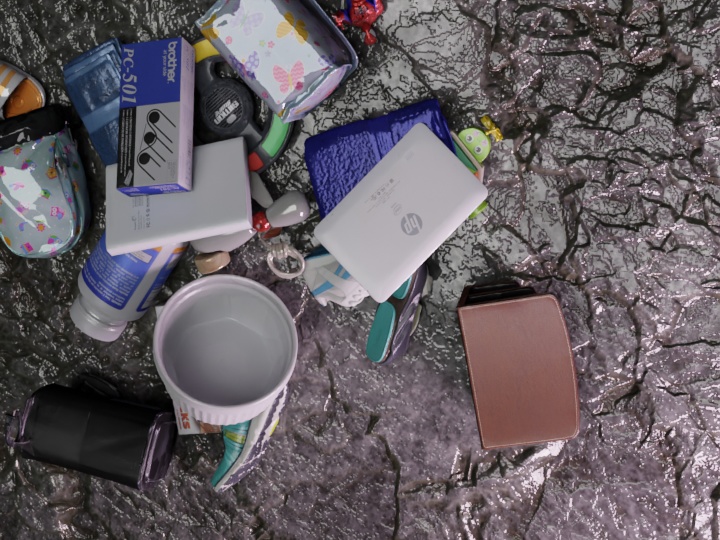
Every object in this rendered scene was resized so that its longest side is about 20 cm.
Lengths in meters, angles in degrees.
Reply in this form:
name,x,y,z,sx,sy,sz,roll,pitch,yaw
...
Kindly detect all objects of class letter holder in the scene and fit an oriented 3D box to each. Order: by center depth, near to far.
name,x,y,z,sx,sy,sz,roll,pitch,yaw
letter holder,0.218,0.121,1.486,0.140,0.101,0.203,-9,102,14

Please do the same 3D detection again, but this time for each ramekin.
name,x,y,z,sx,sy,sz,roll,pitch,yaw
ramekin,-0.189,0.119,1.539,0.198,0.202,0.105,27,151,5

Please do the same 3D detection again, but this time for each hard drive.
name,x,y,z,sx,sy,sz,roll,pitch,yaw
hard drive,-0.246,-0.100,1.488,0.197,0.026,0.134,-10,64,8

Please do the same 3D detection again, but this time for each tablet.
name,x,y,z,sx,sy,sz,roll,pitch,yaw
tablet,0.050,-0.073,1.400,0.200,0.014,0.130,-45,85,3

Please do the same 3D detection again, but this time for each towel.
name,x,y,z,sx,sy,sz,roll,pitch,yaw
towel,0.032,-0.129,1.454,0.197,0.050,0.150,-14,93,17
towel,-0.341,-0.215,1.562,0.110,0.049,0.202,-23,98,19

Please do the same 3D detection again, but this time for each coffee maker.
name,x,y,z,sx,sy,sz,roll,pitch,yaw
coffee maker,-0.388,0.251,1.619,0.197,0.192,0.137,11,107,10

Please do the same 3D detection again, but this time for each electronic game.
name,x,y,z,sx,sy,sz,roll,pitch,yaw
electronic game,-0.184,-0.225,1.520,0.197,0.042,0.203,2,103,10

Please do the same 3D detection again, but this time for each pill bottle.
name,x,y,z,sx,sy,sz,roll,pitch,yaw
pill bottle,-0.336,0.000,1.584,0.112,0.112,0.201,37,110,2

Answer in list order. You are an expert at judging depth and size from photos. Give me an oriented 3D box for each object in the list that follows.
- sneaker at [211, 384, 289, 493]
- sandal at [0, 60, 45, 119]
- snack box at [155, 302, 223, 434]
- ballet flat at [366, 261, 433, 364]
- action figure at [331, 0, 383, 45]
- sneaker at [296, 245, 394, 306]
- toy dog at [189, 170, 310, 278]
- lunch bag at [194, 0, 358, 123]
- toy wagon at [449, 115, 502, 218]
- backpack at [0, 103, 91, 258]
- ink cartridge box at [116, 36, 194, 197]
name,x,y,z,sx,sy,sz,roll,pitch,yaw
sneaker,-0.173,0.235,1.635,0.079,0.077,0.202,29,101,17
sandal,-0.553,-0.275,1.593,0.205,0.059,0.080,31,110,4
snack box,-0.252,0.145,1.647,0.071,0.024,0.203,-5,103,15
ballet flat,0.060,0.036,1.520,0.072,0.073,0.203,18,113,8
action figure,-0.018,-0.386,1.412,0.064,0.099,0.203,-17,103,9
sneaker,0.000,0.000,1.495,0.199,0.076,0.082,-9,109,51
toy dog,-0.161,-0.068,1.533,0.197,0.097,0.134,2,118,7
lunch bag,-0.096,-0.289,1.402,0.127,0.200,0.170,-42,92,12
toy wagon,0.102,-0.131,1.479,0.199,0.040,0.156,-39,93,20
backpack,-0.467,-0.119,1.575,0.164,0.127,0.203,-13,107,10
ink cartridge box,-0.273,-0.204,1.475,0.093,0.044,0.203,-3,78,16
